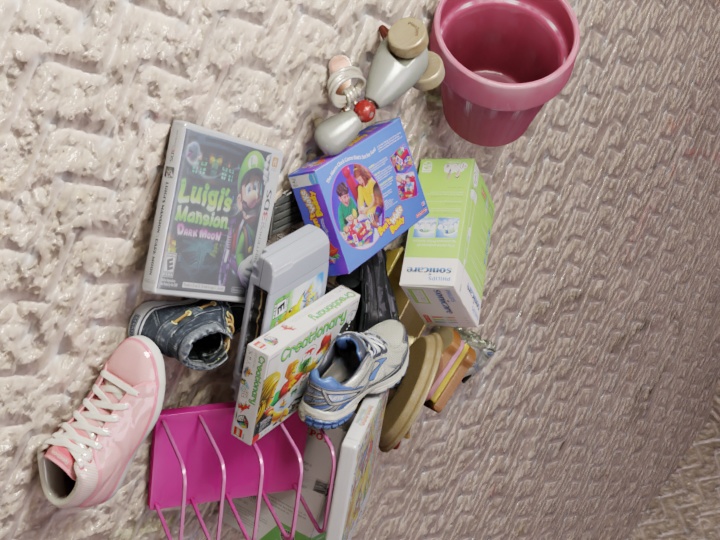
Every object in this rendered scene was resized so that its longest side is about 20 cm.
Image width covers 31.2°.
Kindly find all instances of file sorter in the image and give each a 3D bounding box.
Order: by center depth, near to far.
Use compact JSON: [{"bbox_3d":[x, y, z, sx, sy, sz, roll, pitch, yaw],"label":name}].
[{"bbox_3d":[-0.141,0.249,1.546,0.198,0.126,0.141,-4,120,-23],"label":"file sorter"}]

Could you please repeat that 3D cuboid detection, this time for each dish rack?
[{"bbox_3d":[-0.069,-0.016,1.628,0.153,0.054,0.202,-29,135,-50],"label":"dish rack"}]

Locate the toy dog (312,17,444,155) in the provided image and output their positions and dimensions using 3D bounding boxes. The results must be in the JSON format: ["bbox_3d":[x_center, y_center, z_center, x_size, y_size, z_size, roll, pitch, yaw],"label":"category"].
[{"bbox_3d":[0.009,-0.237,1.581,0.199,0.096,0.133,-30,141,-26],"label":"toy dog"}]

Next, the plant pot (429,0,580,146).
[{"bbox_3d":[0.184,-0.272,1.747,0.200,0.199,0.180,-50,165,-27],"label":"plant pot"}]

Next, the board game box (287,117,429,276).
[{"bbox_3d":[0.002,-0.096,1.628,0.200,0.044,0.136,-36,113,-48],"label":"board game box"}]

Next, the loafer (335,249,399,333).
[{"bbox_3d":[0.000,0.000,1.725,0.070,0.068,0.203,-19,114,-13],"label":"loafer"}]

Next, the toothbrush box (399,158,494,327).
[{"bbox_3d":[0.128,-0.039,1.851,0.146,0.085,0.202,54,41,-59],"label":"toothbrush box"}]

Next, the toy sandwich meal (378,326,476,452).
[{"bbox_3d":[0.089,0.176,1.851,0.207,0.070,0.206,-60,-169,19],"label":"toy sandwich meal"}]

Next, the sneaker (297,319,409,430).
[{"bbox_3d":[0.001,0.109,1.568,0.200,0.076,0.086,-43,147,-44],"label":"sneaker"}]

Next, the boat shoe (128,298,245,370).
[{"bbox_3d":[-0.170,0.072,1.480,0.199,0.090,0.072,-11,122,-57],"label":"boat shoe"}]

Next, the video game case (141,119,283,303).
[{"bbox_3d":[-0.160,-0.059,1.432,0.199,0.023,0.184,9,92,-61],"label":"video game case"}]

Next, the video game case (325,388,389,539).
[{"bbox_3d":[-0.005,0.254,1.617,0.182,0.023,0.202,-59,160,-62],"label":"video game case"}]

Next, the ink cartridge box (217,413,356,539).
[{"bbox_3d":[-0.089,0.265,1.715,0.084,0.145,0.202,-9,120,-63],"label":"ink cartridge box"}]

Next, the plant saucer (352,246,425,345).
[{"bbox_3d":[0.028,0.077,1.879,0.201,0.048,0.200,-60,152,-9],"label":"plant saucer"}]

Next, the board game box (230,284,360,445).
[{"bbox_3d":[-0.076,0.109,1.538,0.200,0.034,0.128,-33,143,-52],"label":"board game box"}]

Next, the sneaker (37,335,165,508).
[{"bbox_3d":[-0.280,0.168,1.380,0.104,0.075,0.202,-2,118,-65],"label":"sneaker"}]

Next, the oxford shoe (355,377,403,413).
[{"bbox_3d":[-0.002,0.170,1.772,0.199,0.072,0.085,15,100,-62],"label":"oxford shoe"}]

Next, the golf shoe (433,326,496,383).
[{"bbox_3d":[0.164,0.145,2.147,0.098,0.078,0.200,-60,151,2],"label":"golf shoe"}]

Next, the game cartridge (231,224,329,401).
[{"bbox_3d":[-0.092,0.051,1.533,0.133,0.040,0.202,-38,146,-54],"label":"game cartridge"}]
